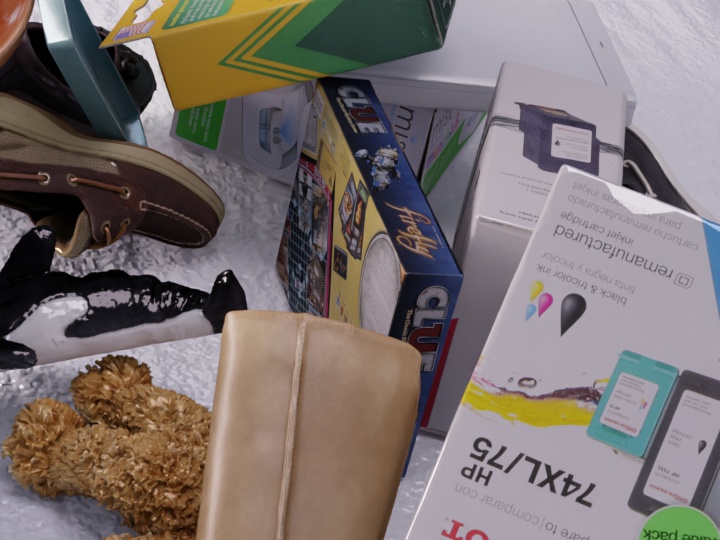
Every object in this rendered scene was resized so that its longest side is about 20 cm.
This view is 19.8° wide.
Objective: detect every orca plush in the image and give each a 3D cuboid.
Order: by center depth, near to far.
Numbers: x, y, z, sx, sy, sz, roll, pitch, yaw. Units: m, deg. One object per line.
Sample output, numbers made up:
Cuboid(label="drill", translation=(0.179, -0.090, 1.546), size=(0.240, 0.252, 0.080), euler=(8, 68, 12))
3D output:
Cuboid(label="orca plush", translation=(-0.159, 0.011, 1.074), size=(0.198, 0.072, 0.105), euler=(-9, 2, 18))

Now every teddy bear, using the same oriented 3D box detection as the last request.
Cuboid(label="teddy bear", translation=(-0.086, 0.104, 1.029), size=(0.144, 0.067, 0.200), euler=(-14, 42, -34))

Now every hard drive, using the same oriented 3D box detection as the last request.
Cuboid(label="hard drive", translation=(0.067, -0.144, 1.332), size=(0.198, 0.027, 0.132), euler=(4, 35, -13))

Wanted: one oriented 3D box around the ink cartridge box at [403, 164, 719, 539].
Cuboid(label="ink cartridge box", translation=(0.124, 0.085, 0.985), size=(0.145, 0.146, 0.202), euler=(21, 77, 10))

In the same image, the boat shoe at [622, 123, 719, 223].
Cuboid(label="boat shoe", translation=(0.171, -0.039, 1.355), size=(0.060, 0.074, 0.200), euler=(-7, 46, -38))

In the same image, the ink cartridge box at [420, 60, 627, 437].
Cuboid(label="ink cartridge box", translation=(0.097, -0.010, 1.205), size=(0.083, 0.146, 0.201), euler=(15, 32, 0))

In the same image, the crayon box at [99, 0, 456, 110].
Cuboid(label="crayon box", translation=(-0.044, -0.154, 1.237), size=(0.198, 0.052, 0.126), euler=(-11, 24, 14))

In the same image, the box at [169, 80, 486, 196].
Cuboid(label="box", translation=(-0.006, -0.139, 1.408), size=(0.175, 0.097, 0.200), euler=(22, 32, 9))

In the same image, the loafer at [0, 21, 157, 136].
Cuboid(label="loafer", translation=(-0.177, -0.122, 1.291), size=(0.200, 0.063, 0.072), euler=(-8, 72, -63))

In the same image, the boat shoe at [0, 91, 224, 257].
Cuboid(label="boat shoe", translation=(-0.166, -0.040, 1.201), size=(0.199, 0.072, 0.073), euler=(24, 63, -40))

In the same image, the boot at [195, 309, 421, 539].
Cuboid(label="boot", translation=(-0.068, 0.113, 0.936), size=(0.174, 0.066, 0.202), euler=(17, 66, -17))

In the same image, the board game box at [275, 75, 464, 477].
Cuboid(label="board game box", translation=(0.000, 0.000, 1.160), size=(0.034, 0.136, 0.201), euler=(3, 35, -19))

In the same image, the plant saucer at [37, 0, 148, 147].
Cuboid(label="plant saucer", translation=(-0.155, -0.109, 1.213), size=(0.019, 0.200, 0.070), euler=(-17, 64, 3))

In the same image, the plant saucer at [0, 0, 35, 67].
Cuboid(label="plant saucer", translation=(-0.279, -0.169, 1.140), size=(0.198, 0.032, 0.202), euler=(12, 53, -16))
